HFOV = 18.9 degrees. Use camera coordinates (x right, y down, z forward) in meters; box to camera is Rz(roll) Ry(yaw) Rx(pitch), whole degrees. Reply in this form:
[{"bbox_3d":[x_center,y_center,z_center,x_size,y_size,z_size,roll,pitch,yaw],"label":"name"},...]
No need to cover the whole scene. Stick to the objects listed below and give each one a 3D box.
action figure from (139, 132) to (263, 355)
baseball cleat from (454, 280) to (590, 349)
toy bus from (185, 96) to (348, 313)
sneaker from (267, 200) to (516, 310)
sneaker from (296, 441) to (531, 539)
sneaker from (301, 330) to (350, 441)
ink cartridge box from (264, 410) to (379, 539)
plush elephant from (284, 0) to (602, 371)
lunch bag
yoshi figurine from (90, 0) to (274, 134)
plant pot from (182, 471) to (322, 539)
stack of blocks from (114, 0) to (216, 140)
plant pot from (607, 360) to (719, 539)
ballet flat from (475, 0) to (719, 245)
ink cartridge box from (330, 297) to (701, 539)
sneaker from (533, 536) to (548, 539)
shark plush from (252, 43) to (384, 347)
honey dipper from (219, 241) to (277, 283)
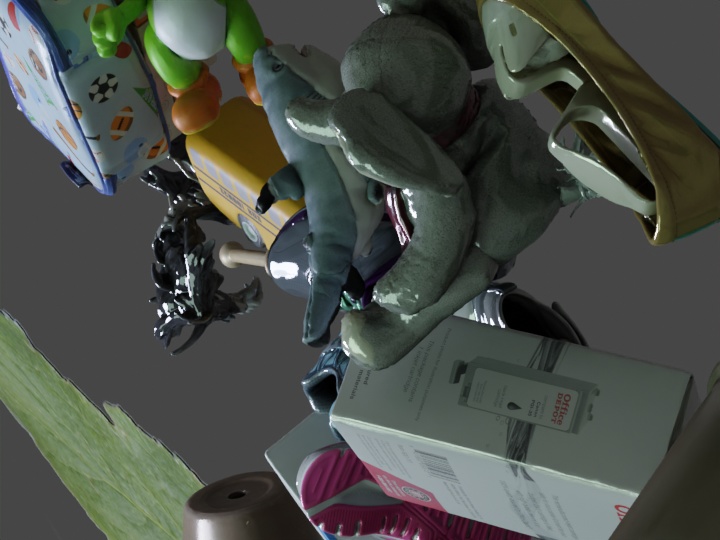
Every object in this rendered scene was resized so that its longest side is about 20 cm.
[{"bbox_3d":[-0.114,-0.019,1.655,0.119,0.101,0.201,113,155,-43],"label":"action figure"},{"bbox_3d":[0.126,0.097,1.385,0.201,0.070,0.106,56,162,-11],"label":"baseball cleat"},{"bbox_3d":[-0.039,-0.046,1.536,0.200,0.065,0.079,36,154,43],"label":"toy bus"},{"bbox_3d":[0.000,0.000,1.387,0.199,0.088,0.075,-7,118,43],"label":"sneaker"},{"bbox_3d":[0.038,0.172,1.641,0.199,0.082,0.088,23,-177,-20],"label":"sneaker"},{"bbox_3d":[0.027,0.103,1.596,0.200,0.095,0.080,23,145,57],"label":"sneaker"},{"bbox_3d":[-0.001,0.189,1.779,0.146,0.084,0.200,51,174,8],"label":"ink cartridge box"},{"bbox_3d":[0.032,-0.070,1.177,0.155,0.165,0.200,44,136,-16],"label":"plush elephant"},{"bbox_3d":[-0.217,-0.155,1.568,0.160,0.075,0.201,43,158,33],"label":"lunch bag"},{"bbox_3d":[-0.122,-0.188,1.430,0.111,0.112,0.201,4,129,46],"label":"yoshi figurine"},{"bbox_3d":[-0.107,0.304,2.199,0.200,0.199,0.176,16,122,62],"label":"plant pot"},{"bbox_3d":[-0.165,-0.180,1.605,0.115,0.058,0.201,42,159,28],"label":"stack of blocks"},{"bbox_3d":[0.211,0.149,1.106,0.200,0.173,0.200,47,162,21],"label":"plant pot"},{"bbox_3d":[0.107,-0.094,1.088,0.200,0.063,0.069,47,161,18],"label":"ballet flat"},{"bbox_3d":[0.100,0.099,1.269,0.199,0.083,0.147,13,160,21],"label":"ink cartridge box"},{"bbox_3d":[0.077,0.109,1.462,0.201,0.075,0.088,55,-162,-8],"label":"sneaker"},{"bbox_3d":[-0.028,-0.047,1.355,0.091,0.083,0.202,110,161,-78],"label":"shark plush"},{"bbox_3d":[-0.076,-0.008,1.749,0.038,0.038,0.200,57,165,-12],"label":"honey dipper"}]
